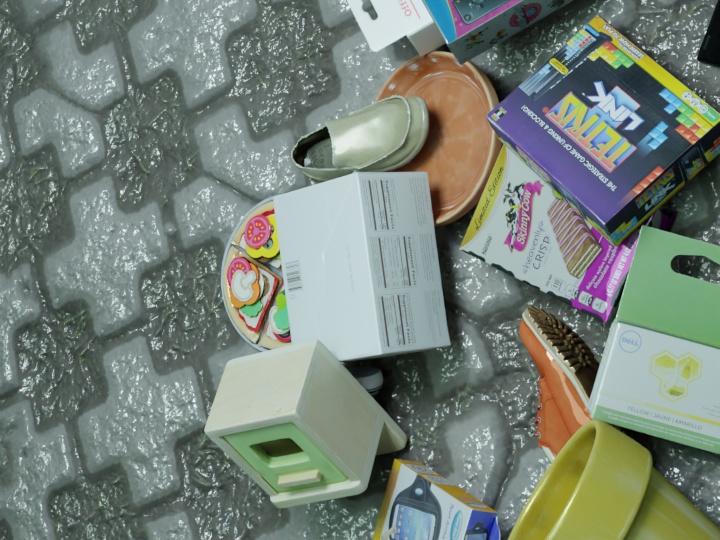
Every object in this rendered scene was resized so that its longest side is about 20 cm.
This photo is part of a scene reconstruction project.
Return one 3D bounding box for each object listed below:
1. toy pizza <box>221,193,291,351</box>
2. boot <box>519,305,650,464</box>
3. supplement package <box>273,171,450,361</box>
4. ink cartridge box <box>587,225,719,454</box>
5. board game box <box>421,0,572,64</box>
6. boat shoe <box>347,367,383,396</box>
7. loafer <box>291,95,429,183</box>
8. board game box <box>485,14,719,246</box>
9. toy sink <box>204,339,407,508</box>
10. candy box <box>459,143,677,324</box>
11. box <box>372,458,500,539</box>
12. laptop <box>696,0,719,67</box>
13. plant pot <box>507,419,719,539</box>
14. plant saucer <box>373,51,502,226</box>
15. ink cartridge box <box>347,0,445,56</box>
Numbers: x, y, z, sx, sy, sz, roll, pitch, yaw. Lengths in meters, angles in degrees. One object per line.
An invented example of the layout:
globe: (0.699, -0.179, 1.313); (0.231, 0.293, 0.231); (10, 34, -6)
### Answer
toy pizza: (-0.097, 0.004, 1.905); (0.200, 0.032, 0.201); (-3, 84, 33)
boot: (0.212, 0.137, 1.667); (0.107, 0.075, 0.200); (-43, 66, 29)
supplement package: (0.000, 0.000, 1.764); (0.156, 0.111, 0.201); (-12, 84, 49)
ink cartridge box: (0.326, 0.070, 1.572); (0.145, 0.048, 0.201); (16, 97, 2)
board game box: (0.154, -0.338, 1.669); (0.200, 0.064, 0.148); (-30, 70, 8)
boat shoe: (-0.054, 0.162, 1.846); (0.200, 0.070, 0.066); (-14, 95, 29)
loafer: (-0.003, -0.147, 1.798); (0.200, 0.068, 0.076); (-25, 69, 40)
board game box: (0.257, -0.149, 1.625); (0.165, 0.057, 0.200); (-42, 56, -2)
toy sink: (-0.057, 0.190, 1.746); (0.130, 0.200, 0.112); (-14, 43, 32)
candy box: (0.222, -0.043, 1.680); (0.200, 0.061, 0.137); (27, 100, 33)
box: (0.082, 0.294, 1.706); (0.200, 0.041, 0.119); (24, 100, 63)
laptop: (0.470, -0.269, 1.566); (0.200, 0.116, 0.188); (33, 106, 61)
plant pot: (0.261, 0.280, 1.539); (0.189, 0.201, 0.201); (32, 106, 0)
plant saucer: (0.086, -0.149, 1.781); (0.200, 0.032, 0.201); (-6, 81, 44)
ink cartridge box: (0.088, -0.326, 1.756); (0.200, 0.068, 0.115); (-28, 70, 9)
